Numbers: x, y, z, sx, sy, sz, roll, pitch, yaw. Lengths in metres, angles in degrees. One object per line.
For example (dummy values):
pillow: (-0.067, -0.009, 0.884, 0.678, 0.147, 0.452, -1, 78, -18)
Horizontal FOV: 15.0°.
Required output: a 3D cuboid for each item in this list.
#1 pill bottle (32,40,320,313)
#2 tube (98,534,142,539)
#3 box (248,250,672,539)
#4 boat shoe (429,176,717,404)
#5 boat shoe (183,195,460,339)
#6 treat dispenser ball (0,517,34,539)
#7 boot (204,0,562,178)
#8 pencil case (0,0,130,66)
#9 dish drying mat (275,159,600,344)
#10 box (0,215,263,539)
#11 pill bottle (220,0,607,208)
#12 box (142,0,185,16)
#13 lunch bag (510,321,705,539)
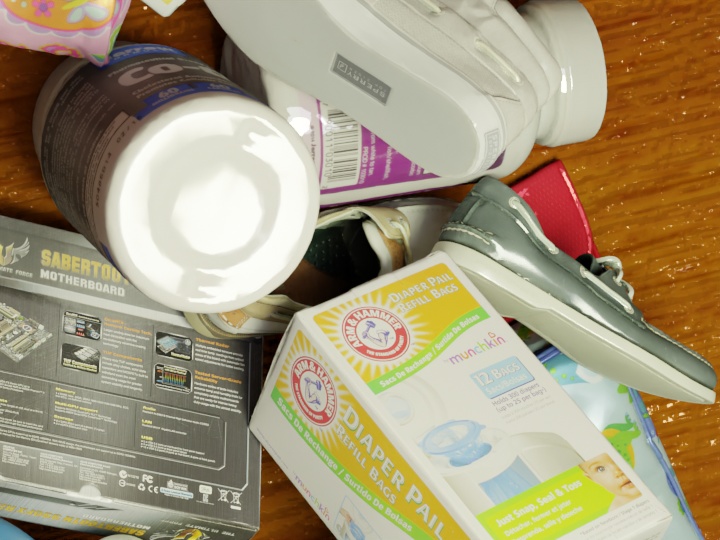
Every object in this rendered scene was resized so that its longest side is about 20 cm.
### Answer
pill bottle: (-0.104, -0.056, 1.437, 0.114, 0.200, 0.114, -6, 107, -19)
tube: (-0.114, 0.188, 1.526, 0.058, 0.200, 0.052, -5, 74, 8)
box: (0.049, 0.104, 1.449, 0.112, 0.200, 0.101, -22, 150, -35)
boat shoe: (0.130, 0.014, 1.541, 0.200, 0.073, 0.062, 30, 75, -24)
boat shoe: (0.000, 0.000, 1.524, 0.200, 0.068, 0.075, -16, 93, -35)
treat dispenser ball: (-0.239, 0.221, 1.460, 0.200, 0.201, 0.201, -5, 106, -19)
boot: (0.010, -0.131, 1.441, 0.200, 0.074, 0.096, 39, 45, 10)
pencil case: (-0.215, -0.166, 1.407, 0.200, 0.087, 0.088, 12, 100, -7)
dish drying mat: (0.047, 0.014, 1.611, 0.200, 0.018, 0.077, -29, 111, -11)
box: (-0.151, 0.060, 1.485, 0.200, 0.048, 0.159, 13, 58, -24)
pill bottle: (0.031, -0.099, 1.524, 0.200, 0.112, 0.113, -9, 107, -18)
box: (-0.150, -0.227, 1.440, 0.200, 0.049, 0.082, 37, 118, -25)
lunch bag: (0.106, 0.139, 1.635, 0.161, 0.082, 0.200, -27, 111, -8)
